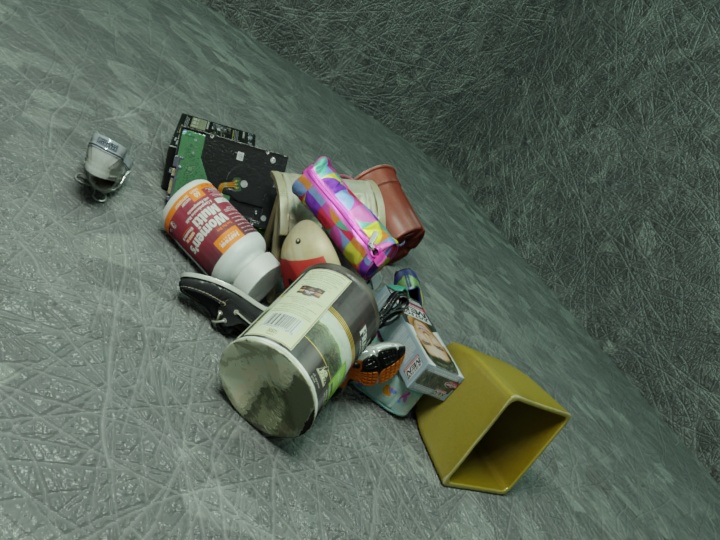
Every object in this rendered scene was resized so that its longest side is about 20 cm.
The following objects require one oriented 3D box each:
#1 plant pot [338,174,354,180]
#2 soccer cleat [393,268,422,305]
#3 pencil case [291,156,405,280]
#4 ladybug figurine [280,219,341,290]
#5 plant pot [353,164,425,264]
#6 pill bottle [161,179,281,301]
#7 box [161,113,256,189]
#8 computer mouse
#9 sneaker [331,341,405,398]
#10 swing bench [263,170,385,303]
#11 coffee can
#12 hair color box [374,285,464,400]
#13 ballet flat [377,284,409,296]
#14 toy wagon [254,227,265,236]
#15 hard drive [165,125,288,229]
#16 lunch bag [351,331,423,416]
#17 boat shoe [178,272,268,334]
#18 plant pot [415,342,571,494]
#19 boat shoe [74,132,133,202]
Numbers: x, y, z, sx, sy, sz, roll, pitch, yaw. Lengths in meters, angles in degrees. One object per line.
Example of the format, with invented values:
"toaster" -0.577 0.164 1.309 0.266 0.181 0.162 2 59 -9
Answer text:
"plant pot" -0.038 -0.070 1.343 0.179 0.199 0.202 44 13 -38
"soccer cleat" 0.106 0.090 1.323 0.085 0.063 0.204 -105 -179 -53
"pencil case" -0.022 -0.080 0.967 0.201 0.089 0.088 49 21 14
"ladybug figurine" -0.075 0.024 0.995 0.071 0.205 0.135 -25 19 -28
"plant pot" 0.062 -0.138 1.672 0.199 0.200 0.198 5 47 -58
"pill bottle" -0.224 -0.043 1.026 0.200 0.110 0.109 44 20 11
"box" -0.294 -0.220 1.240 0.159 0.088 0.202 13 27 -16
"computer mouse" 0.000 0.000 1.019 0.108 0.044 0.203 -27 85 -28
"sneaker" -0.019 0.136 0.998 0.196 0.077 0.092 -10 38 -30
"swing bench" -0.070 -0.058 1.120 0.194 0.204 0.131 1 35 -23
"coffee can" -0.077 0.102 0.851 0.146 0.147 0.200 40 39 2
"hair color box" 0.094 0.125 1.104 0.098 0.061 0.202 25 25 -37
"ballet flat" 0.101 0.118 1.246 0.067 0.069 0.203 -44 115 -42
"toy wagon" -0.197 -0.125 1.262 0.198 0.040 0.154 31 38 27
"hard drive" -0.240 -0.165 1.133 0.195 0.144 0.038 12 6 -17
"lunch bag" 0.027 0.152 1.126 0.198 0.077 0.161 38 20 -8
"boat shoe" -0.186 0.067 0.935 0.198 0.062 0.073 31 -22 -28
"plant pot" 0.210 0.246 1.122 0.192 0.198 0.201 23 19 -39
"boat shoe" -0.404 -0.153 0.984 0.073 0.088 0.201 26 -6 -22
